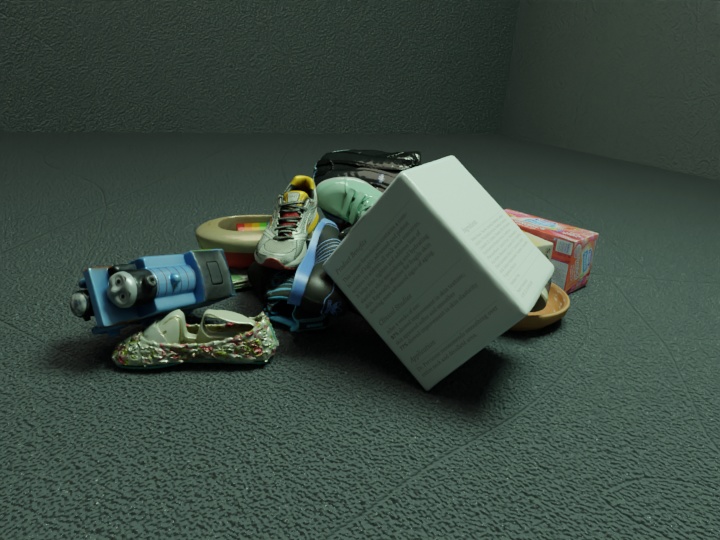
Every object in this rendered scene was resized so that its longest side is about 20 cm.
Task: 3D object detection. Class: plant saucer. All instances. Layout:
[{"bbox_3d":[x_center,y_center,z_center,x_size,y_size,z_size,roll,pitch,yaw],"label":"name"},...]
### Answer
[{"bbox_3d":[0.228,0.045,0.824,0.197,0.038,0.201,3,21,-1],"label":"plant saucer"}]

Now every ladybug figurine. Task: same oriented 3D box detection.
[{"bbox_3d":[-0.176,-0.047,0.872,0.197,0.073,0.136,-1,22,-8],"label":"ladybug figurine"}]

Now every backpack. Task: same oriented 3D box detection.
[{"bbox_3d":[0.003,-0.159,0.992,0.197,0.154,0.165,13,61,-1],"label":"backpack"}]

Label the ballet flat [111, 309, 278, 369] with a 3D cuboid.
[{"bbox_3d":[-0.199,0.078,0.627,0.197,0.065,0.076,-1,21,-11],"label":"ballet flat"}]

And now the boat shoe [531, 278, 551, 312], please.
[{"bbox_3d":[0.198,-0.031,0.725,0.072,0.200,0.065,-35,11,51],"label":"boat shoe"}]

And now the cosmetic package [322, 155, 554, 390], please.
[{"bbox_3d":[0.098,-0.004,0.633,0.201,0.167,0.166,50,35,7],"label":"cosmetic package"}]

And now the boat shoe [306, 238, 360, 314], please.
[{"bbox_3d":[-0.001,0.004,0.812,0.085,0.075,0.201,-20,42,-41],"label":"boat shoe"}]

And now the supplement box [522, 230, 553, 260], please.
[{"bbox_3d":[0.192,-0.022,0.834,0.197,0.075,0.126,-7,24,-27],"label":"supplement box"}]

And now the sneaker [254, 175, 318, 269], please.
[{"bbox_3d":[-0.111,-0.075,0.776,0.077,0.083,0.201,8,39,1],"label":"sneaker"}]

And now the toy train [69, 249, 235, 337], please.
[{"bbox_3d":[-0.257,0.023,0.652,0.113,0.088,0.199,-21,-5,25],"label":"toy train"}]

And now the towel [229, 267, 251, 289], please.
[{"bbox_3d":[-0.229,0.001,0.877,0.198,0.024,0.152,-16,29,-39],"label":"towel"}]

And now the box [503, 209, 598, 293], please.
[{"bbox_3d":[0.325,-0.040,0.969,0.094,0.104,0.199,-14,26,-39],"label":"box"}]

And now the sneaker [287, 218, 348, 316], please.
[{"bbox_3d":[-0.042,-0.004,0.710,0.077,0.071,0.201,20,33,-4],"label":"sneaker"}]

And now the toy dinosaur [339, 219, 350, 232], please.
[{"bbox_3d":[-0.039,-0.043,0.909,0.198,0.048,0.088,-21,34,-5],"label":"toy dinosaur"}]

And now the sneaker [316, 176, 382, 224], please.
[{"bbox_3d":[-0.002,-0.103,0.865,0.198,0.075,0.118,19,23,13],"label":"sneaker"}]

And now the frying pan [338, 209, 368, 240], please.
[{"bbox_3d":[0.001,-0.054,0.728,0.031,0.115,0.189,46,44,12],"label":"frying pan"}]

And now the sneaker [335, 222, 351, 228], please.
[{"bbox_3d":[0.028,-0.068,1.020,0.197,0.080,0.116,0,20,-7],"label":"sneaker"}]

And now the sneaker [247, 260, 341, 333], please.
[{"bbox_3d":[-0.116,0.029,0.750,0.081,0.074,0.199,-15,28,-41],"label":"sneaker"}]
